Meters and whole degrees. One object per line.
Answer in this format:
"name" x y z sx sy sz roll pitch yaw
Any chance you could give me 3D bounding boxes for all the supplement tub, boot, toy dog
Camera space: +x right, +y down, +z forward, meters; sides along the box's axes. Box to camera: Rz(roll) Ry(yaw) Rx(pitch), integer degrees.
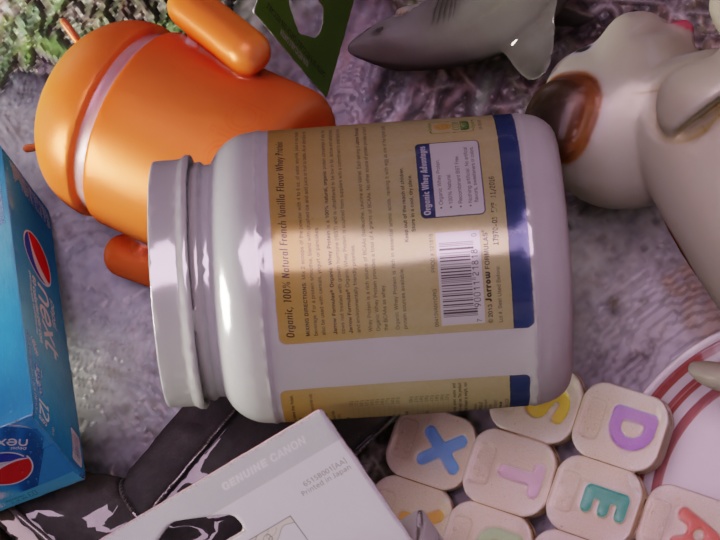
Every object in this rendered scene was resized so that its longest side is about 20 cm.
"supplement tub" 0.000 0.000 1.225 0.199 0.144 0.145 -4 73 0
"boot" -0.096 0.087 1.339 0.182 0.073 0.200 37 90 18
"toy dog" 0.184 -0.055 1.275 0.200 0.139 0.195 32 111 26

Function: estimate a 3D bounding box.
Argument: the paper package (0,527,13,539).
"paper package" -0.296 0.168 1.302 0.190 0.200 0.104 -36 68 4

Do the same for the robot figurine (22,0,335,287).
"robot figurine" -0.092 -0.067 1.356 0.199 0.144 0.117 24 60 20

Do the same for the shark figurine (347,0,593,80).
"shark figurine" 0.089 -0.149 1.291 0.128 0.215 0.090 10 54 -18

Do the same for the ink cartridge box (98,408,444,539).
"ink cartridge box" -0.050 0.177 1.253 0.200 0.044 0.174 -31 103 14

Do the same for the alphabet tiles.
"alphabet tiles" 0.087 0.149 1.283 0.195 0.015 0.201 18 85 26

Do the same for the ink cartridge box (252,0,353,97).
"ink cartridge box" 0.023 -0.200 1.345 0.075 0.148 0.201 14 80 17

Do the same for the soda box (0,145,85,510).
"soda box" -0.201 0.031 1.348 0.068 0.064 0.201 -22 47 9

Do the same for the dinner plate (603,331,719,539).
"dinner plate" 0.223 0.121 1.266 0.199 0.024 0.201 -4 75 14
